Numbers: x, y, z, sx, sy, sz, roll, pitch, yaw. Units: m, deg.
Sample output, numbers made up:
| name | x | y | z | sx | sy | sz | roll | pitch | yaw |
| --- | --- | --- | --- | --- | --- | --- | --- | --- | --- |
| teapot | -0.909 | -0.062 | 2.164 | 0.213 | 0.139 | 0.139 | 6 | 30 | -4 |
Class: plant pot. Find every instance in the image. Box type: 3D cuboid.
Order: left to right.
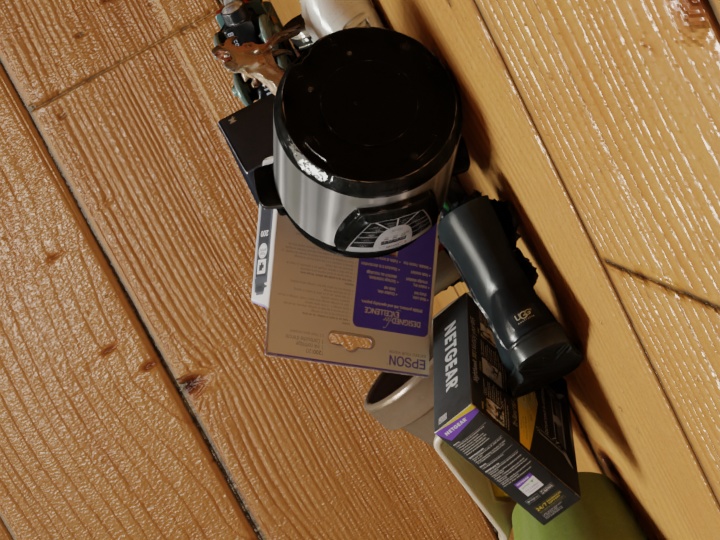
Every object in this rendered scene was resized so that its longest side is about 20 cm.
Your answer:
| name | x | y | z | sx | sy | sz | roll | pitch | yaw |
| --- | --- | --- | --- | --- | --- | --- | --- | --- | --- |
| plant pot | 0.130 | 0.152 | 1.941 | 0.175 | 0.200 | 0.200 | 46 | 179 | -8 |
| plant pot | 0.240 | 0.320 | 1.699 | 0.200 | 0.199 | 0.190 | 66 | -173 | -47 |

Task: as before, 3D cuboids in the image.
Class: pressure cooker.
| name | x | y | z | sx | sy | sz | roll | pitch | yaw |
| --- | --- | --- | --- | --- | --- | --- | --- | --- | --- |
| pressure cooker | 0.006 | -0.109 | 1.521 | 0.175 | 0.179 | 0.200 | 30 | 158 | 9 |

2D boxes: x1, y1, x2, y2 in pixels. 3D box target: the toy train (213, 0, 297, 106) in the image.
| name | x | y | z | sx | sy | sz | roll | pitch | yaw |
| --- | --- | --- | --- | --- | --- | --- | --- | --- | --- |
| toy train | -0.110 | -0.241 | 1.925 | 0.114 | 0.085 | 0.200 | -90 | -24 | -55 |

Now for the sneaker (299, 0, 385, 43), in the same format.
| name | x | y | z | sx | sy | sz | roll | pitch | yaw |
| --- | --- | --- | --- | --- | --- | --- | --- | --- | --- |
| sneaker | 0.010 | -0.222 | 1.663 | 0.200 | 0.076 | 0.080 | 57 | 170 | -27 |

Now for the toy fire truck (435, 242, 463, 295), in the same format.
| name | x | y | z | sx | sy | sz | roll | pitch | yaw |
| --- | --- | --- | --- | --- | --- | --- | --- | --- | --- |
| toy fire truck | 0.051 | -0.058 | 1.993 | 0.200 | 0.128 | 0.176 | 54 | 171 | 0 |

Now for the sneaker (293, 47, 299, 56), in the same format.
| name | x | y | z | sx | sy | sz | roll | pitch | yaw |
| --- | --- | --- | --- | --- | --- | --- | --- | --- | --- |
| sneaker | -0.067 | -0.250 | 2.313 | 0.200 | 0.082 | 0.077 | 57 | 174 | 49 |

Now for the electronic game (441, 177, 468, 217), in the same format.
| name | x | y | z | sx | sy | sz | roll | pitch | yaw |
| --- | --- | --- | --- | --- | --- | --- | --- | --- | --- |
| electronic game | 0.119 | -0.020 | 1.764 | 0.201 | 0.042 | 0.200 | 62 | 176 | 8 |

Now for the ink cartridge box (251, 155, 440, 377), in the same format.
| name | x | y | z | sx | sy | sz | roll | pitch | yaw |
| --- | --- | --- | --- | --- | --- | --- | --- | --- | --- |
| ink cartridge box | -0.013 | 0.000 | 1.639 | 0.043 | 0.197 | 0.201 | -12 | 71 | 57 |

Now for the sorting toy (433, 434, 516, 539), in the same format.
| name | x | y | z | sx | sy | sz | roll | pitch | yaw |
| --- | --- | --- | --- | --- | --- | --- | --- | --- | --- |
| sorting toy | 0.149 | 0.166 | 1.767 | 0.200 | 0.036 | 0.186 | 58 | -140 | -39 |

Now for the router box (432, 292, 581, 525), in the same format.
| name | x | y | z | sx | sy | sz | roll | pitch | yaw |
| --- | --- | --- | --- | --- | --- | --- | --- | --- | --- |
| router box | 0.143 | 0.134 | 1.623 | 0.157 | 0.052 | 0.200 | 41 | -156 | -20 |

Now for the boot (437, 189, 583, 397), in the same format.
| name | x | y | z | sx | sy | sz | roll | pitch | yaw |
| --- | --- | --- | --- | --- | --- | --- | --- | --- | --- |
| boot | 0.139 | 0.021 | 1.537 | 0.200 | 0.076 | 0.169 | 59 | -174 | -72 |

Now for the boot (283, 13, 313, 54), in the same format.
| name | x | y | z | sx | sy | sz | roll | pitch | yaw |
| --- | --- | --- | --- | --- | --- | --- | --- | --- | --- |
| boot | -0.030 | -0.241 | 1.941 | 0.151 | 0.073 | 0.200 | 64 | 180 | -10 |

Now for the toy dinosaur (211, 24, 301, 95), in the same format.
| name | x | y | z | sx | sy | sz | roll | pitch | yaw |
| --- | --- | --- | --- | --- | --- | --- | --- | --- | --- |
| toy dinosaur | -0.053 | -0.178 | 1.674 | 0.136 | 0.086 | 0.200 | 52 | -175 | 35 |

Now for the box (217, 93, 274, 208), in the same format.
| name | x | y | z | sx | sy | sz | roll | pitch | yaw |
| --- | --- | --- | --- | --- | --- | --- | --- | --- | --- |
| box | -0.026 | -0.112 | 1.841 | 0.123 | 0.199 | 0.199 | 58 | 175 | 50 |
